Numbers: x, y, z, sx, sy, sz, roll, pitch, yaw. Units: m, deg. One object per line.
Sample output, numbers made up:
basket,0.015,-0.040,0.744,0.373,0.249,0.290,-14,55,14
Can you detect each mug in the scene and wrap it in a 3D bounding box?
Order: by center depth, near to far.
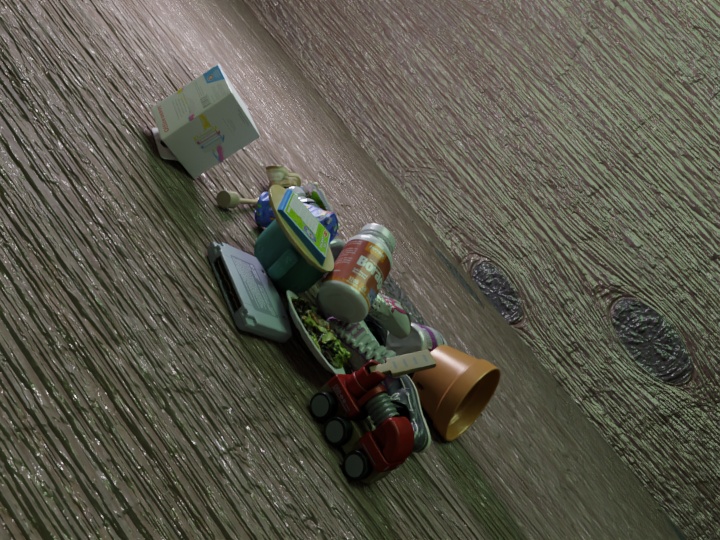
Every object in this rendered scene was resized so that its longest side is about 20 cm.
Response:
mug,-0.154,-0.030,1.329,0.153,0.114,0.184,56,18,25

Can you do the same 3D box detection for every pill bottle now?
pill bottle,0.000,0.000,1.343,0.112,0.112,0.201,42,51,-16
pill bottle,-0.129,-0.099,1.558,0.201,0.116,0.115,54,17,24
pill bottle,0.148,0.193,1.620,0.113,0.112,0.199,55,17,25

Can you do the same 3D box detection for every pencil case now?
pencil case,-0.147,-0.115,1.459,0.197,0.079,0.087,18,38,19

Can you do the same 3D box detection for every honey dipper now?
honey dipper,-0.267,-0.158,1.477,0.038,0.038,0.200,49,14,7

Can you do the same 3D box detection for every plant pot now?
plant pot,0.209,0.270,1.500,0.139,0.202,0.199,35,8,30

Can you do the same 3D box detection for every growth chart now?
growth chart,-0.118,-0.153,1.644,0.146,0.018,0.199,58,-23,-10

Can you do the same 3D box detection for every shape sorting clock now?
shape sorting clock,-0.115,-0.080,1.265,0.200,0.039,0.201,48,16,-17

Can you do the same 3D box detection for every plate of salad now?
plate of salad,-0.076,0.117,1.225,0.202,0.048,0.200,58,2,-4

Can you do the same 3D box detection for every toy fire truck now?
toy fire truck,0.044,0.228,1.090,0.177,0.200,0.128,55,18,26

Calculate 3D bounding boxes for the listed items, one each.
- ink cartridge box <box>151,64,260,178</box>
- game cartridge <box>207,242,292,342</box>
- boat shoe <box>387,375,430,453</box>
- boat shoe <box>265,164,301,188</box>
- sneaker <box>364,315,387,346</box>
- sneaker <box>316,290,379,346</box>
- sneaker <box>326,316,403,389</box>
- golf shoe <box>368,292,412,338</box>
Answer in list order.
ink cartridge box,-0.339,-0.308,1.376,0.129,0.198,0.126,61,3,40
game cartridge,-0.199,0.042,1.185,0.132,0.040,0.201,23,29,-49
boat shoe,0.081,0.274,1.325,0.062,0.072,0.202,33,26,-51
boat shoe,-0.212,-0.235,1.773,0.200,0.070,0.066,16,69,-76
sneaker,-0.007,0.110,1.471,0.200,0.075,0.080,42,19,-20
sneaker,-0.025,0.118,1.401,0.201,0.073,0.071,49,12,3
sneaker,-0.001,0.175,1.325,0.199,0.089,0.080,38,25,15
golf shoe,0.033,0.081,1.440,0.200,0.072,0.092,48,34,-4
